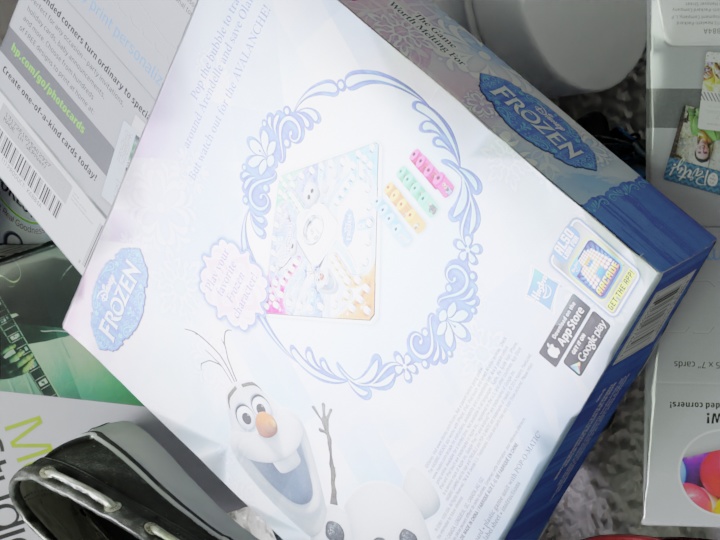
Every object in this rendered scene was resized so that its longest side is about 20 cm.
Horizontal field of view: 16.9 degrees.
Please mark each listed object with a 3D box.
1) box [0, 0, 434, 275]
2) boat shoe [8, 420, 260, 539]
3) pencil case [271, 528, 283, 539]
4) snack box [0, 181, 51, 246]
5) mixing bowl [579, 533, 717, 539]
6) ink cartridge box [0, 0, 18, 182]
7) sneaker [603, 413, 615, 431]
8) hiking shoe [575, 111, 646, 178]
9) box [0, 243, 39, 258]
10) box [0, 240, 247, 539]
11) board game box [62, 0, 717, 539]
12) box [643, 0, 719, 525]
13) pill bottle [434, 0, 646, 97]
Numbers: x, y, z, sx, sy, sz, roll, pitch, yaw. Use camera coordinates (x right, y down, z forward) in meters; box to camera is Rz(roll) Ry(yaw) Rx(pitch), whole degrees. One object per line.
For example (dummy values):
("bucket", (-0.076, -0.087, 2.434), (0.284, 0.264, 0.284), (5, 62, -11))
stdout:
("box", (-0.070, -0.079, 0.954), (0.156, 0.041, 0.200), (47, 131, 23))
("boat shoe", (-0.072, 0.142, 1.029), (0.200, 0.064, 0.071), (36, 129, 31))
("pencil case", (0.019, 0.135, 1.049), (0.201, 0.091, 0.083), (68, 154, 8))
("snack box", (-0.163, -0.005, 1.216), (0.200, 0.053, 0.142), (41, 125, 29))
("mixing bowl", (0.148, 0.183, 0.915), (0.200, 0.108, 0.201), (15, 112, 42))
("ink cartridge box", (-0.213, -0.100, 1.118), (0.083, 0.147, 0.200), (34, 92, 30))
("sneaker", (0.032, 0.120, 0.974), (0.091, 0.200, 0.078), (53, 165, 2))
("hiking shoe", (0.103, -0.020, 0.931), (0.200, 0.074, 0.087), (-13, 92, 46))
("box", (-0.182, 0.086, 1.197), (0.143, 0.036, 0.201), (1, 104, 42))
("box", (-0.142, 0.062, 1.116), (0.199, 0.036, 0.145), (-19, 98, 9))
("board game box", (0.001, 0.006, 0.862), (0.199, 0.043, 0.200), (42, 128, 19))
("box", (0.174, -0.012, 0.823), (0.155, 0.041, 0.201), (0, 101, 9))
("pill bottle", (0.015, -0.107, 0.970), (0.200, 0.111, 0.112), (0, 100, 45))
